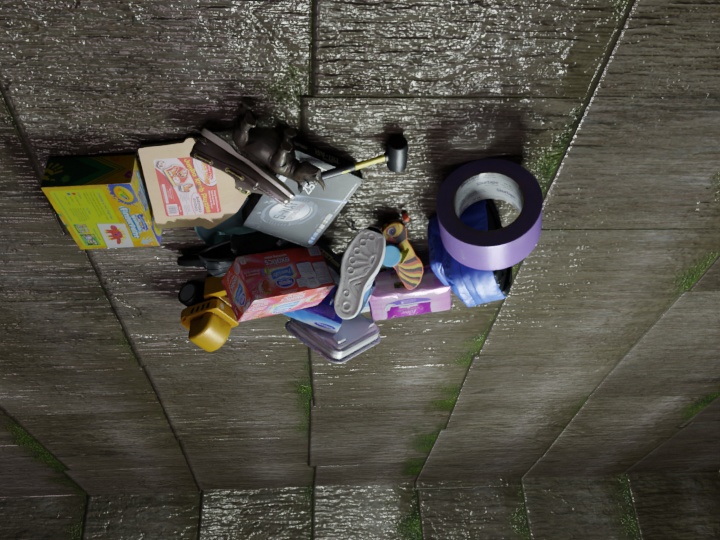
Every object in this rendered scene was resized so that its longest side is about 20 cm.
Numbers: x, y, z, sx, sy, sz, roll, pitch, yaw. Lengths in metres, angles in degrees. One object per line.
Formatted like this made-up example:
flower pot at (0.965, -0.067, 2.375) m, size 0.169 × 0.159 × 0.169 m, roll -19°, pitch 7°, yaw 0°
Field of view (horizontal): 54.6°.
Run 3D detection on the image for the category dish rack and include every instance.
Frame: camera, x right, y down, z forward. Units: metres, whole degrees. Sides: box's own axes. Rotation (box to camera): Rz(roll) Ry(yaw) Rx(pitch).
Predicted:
dish rack at (-0.055, 0.125, 1.578) m, size 0.199 × 0.171 × 0.044 m, roll -22°, pitch 139°, yaw -53°

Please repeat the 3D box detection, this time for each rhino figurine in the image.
rhino figurine at (-0.139, -0.203, 1.207) m, size 0.199 × 0.060 × 0.088 m, roll 37°, pitch 144°, yaw -4°

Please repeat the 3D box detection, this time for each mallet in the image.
mallet at (-0.003, -0.186, 1.281) m, size 0.197 × 0.041 × 0.066 m, roll -22°, pitch 147°, yaw -4°

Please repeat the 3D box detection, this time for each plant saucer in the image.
plant saucer at (-0.242, -0.102, 1.439) m, size 0.197 × 0.036 × 0.201 m, roll -3°, pitch 148°, yaw -2°

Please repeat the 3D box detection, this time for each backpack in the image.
backpack at (0.230, -0.027, 1.451) m, size 0.166 × 0.203 × 0.162 m, roll -19°, pitch 145°, yaw 23°

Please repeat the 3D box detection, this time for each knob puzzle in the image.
knob puzzle at (-0.300, -0.167, 1.313) m, size 0.216 × 0.031 × 0.222 m, roll -4°, pitch 129°, yaw -5°

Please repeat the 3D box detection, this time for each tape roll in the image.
tape roll at (0.245, -0.108, 1.325) m, size 0.197 × 0.203 × 0.085 m, roll -9°, pitch 148°, yaw 9°

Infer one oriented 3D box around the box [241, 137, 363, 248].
box at (-0.113, -0.145, 1.338) m, size 0.159 × 0.044 × 0.200 m, roll 19°, pitch 128°, yaw -32°

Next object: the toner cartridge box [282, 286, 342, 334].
toner cartridge box at (-0.129, 0.057, 1.508) m, size 0.198 × 0.096 × 0.043 m, roll 22°, pitch 137°, yaw -8°

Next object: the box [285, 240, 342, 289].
box at (-0.140, 0.006, 1.565) m, size 0.157 × 0.051 × 0.199 m, roll 38°, pitch 133°, yaw -21°

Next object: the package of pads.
package of pads at (0.114, 0.050, 1.597) m, size 0.197 × 0.077 × 0.121 m, roll -9°, pitch 147°, yaw 2°

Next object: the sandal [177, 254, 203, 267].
sandal at (-0.305, -0.013, 1.535) m, size 0.197 × 0.046 × 0.075 m, roll -2°, pitch -167°, yaw 8°

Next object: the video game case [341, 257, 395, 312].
video game case at (0.023, 0.029, 1.664) m, size 0.178 × 0.046 × 0.201 m, roll -12°, pitch 147°, yaw 10°

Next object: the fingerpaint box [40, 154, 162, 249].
fingerpaint box at (-0.486, -0.128, 1.336) m, size 0.164 × 0.074 × 0.201 m, roll -3°, pitch 148°, yaw 0°

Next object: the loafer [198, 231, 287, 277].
loafer at (-0.241, -0.044, 1.432) m, size 0.198 × 0.069 × 0.071 m, roll -19°, pitch 140°, yaw 19°

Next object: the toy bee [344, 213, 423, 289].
toy bee at (0.078, -0.060, 1.473) m, size 0.108 × 0.131 × 0.200 m, roll -41°, pitch 126°, yaw 11°

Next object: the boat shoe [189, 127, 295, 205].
boat shoe at (-0.207, -0.171, 1.230) m, size 0.199 × 0.072 × 0.060 m, roll 35°, pitch 94°, yaw -6°

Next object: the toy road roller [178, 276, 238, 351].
toy road roller at (-0.331, 0.102, 1.644) m, size 0.197 × 0.148 × 0.123 m, roll -17°, pitch 146°, yaw 20°

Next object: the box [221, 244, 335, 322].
box at (-0.165, 0.025, 1.404) m, size 0.198 × 0.101 × 0.096 m, roll -11°, pitch 156°, yaw -38°

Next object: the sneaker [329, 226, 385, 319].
sneaker at (0.000, 0.000, 1.457) m, size 0.080 × 0.203 × 0.146 m, roll 20°, pitch -172°, yaw 3°
